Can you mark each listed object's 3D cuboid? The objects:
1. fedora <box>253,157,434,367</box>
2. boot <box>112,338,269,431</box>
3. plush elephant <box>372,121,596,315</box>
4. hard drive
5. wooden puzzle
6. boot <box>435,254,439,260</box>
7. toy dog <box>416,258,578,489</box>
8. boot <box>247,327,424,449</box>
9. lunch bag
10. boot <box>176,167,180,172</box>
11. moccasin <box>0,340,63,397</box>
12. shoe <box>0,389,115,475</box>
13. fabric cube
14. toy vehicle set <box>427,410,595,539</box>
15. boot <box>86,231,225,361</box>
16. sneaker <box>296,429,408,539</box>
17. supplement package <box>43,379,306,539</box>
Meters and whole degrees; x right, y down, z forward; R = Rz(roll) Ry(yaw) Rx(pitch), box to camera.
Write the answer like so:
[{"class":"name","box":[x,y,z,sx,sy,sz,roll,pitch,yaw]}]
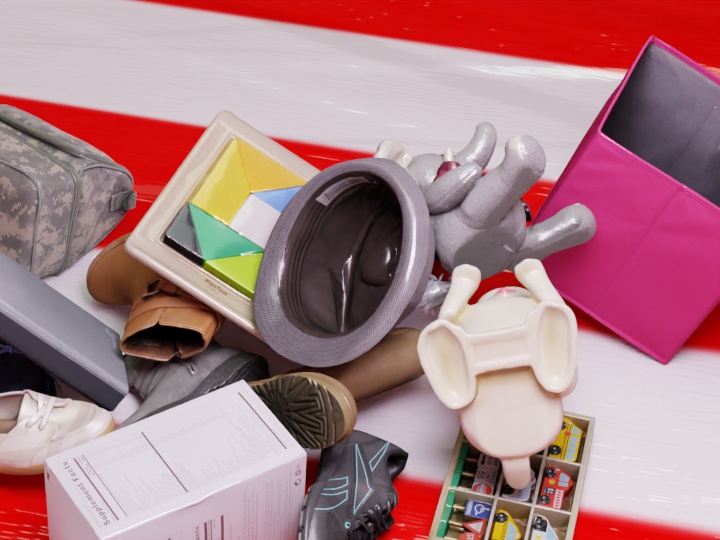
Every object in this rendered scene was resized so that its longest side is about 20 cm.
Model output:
[{"class":"fedora","box":[0.000,0.000,1.644,0.176,0.090,0.202,13,82,37]},{"class":"boot","box":[-0.193,0.121,1.704,0.130,0.068,0.199,21,41,39]},{"class":"plush elephant","box":[0.102,-0.069,1.723,0.200,0.164,0.155,-39,48,16]},{"class":"hard drive","box":[-0.305,0.042,1.671,0.200,0.033,0.140,38,10,-22]},{"class":"wooden puzzle","box":[-0.100,-0.043,1.711,0.184,0.037,0.201,32,57,0]},{"class":"boot","box":[0.052,-0.002,1.830,0.181,0.073,0.200,-8,21,37]},{"class":"toy dog","box":[0.143,0.082,1.647,0.138,0.195,0.200,-19,13,10]},{"class":"boot","box":[-0.001,0.099,1.659,0.199,0.067,0.174,-18,14,-38]},{"class":"lunch bag","box":[-0.356,-0.093,1.893,0.199,0.140,0.167,26,28,25]},{"class":"boot","box":[-0.145,-0.054,1.840,0.089,0.200,0.073,11,84,-2]},{"class":"moccasin","box":[-0.344,0.074,1.731,0.080,0.069,0.200,-15,44,-21]},{"class":"shoe","box":[-0.319,0.145,1.619,0.198,0.054,0.070,-8,37,11]},{"class":"fabric cube","box":[0.301,-0.070,1.810,0.199,0.200,0.197,32,42,2]},{"class":"toy vehicle set","box":[0.140,0.197,1.646,0.123,0.027,0.201,10,39,9]},{"class":"boot","box":[-0.203,0.035,1.749,0.198,0.077,0.156,-6,37,22]},{"class":"sneaker","box":[-0.010,0.210,1.582,0.079,0.076,0.201,11,40,6]},{"class":"supplement package","box":[-0.160,0.198,1.556,0.199,0.110,0.114,-20,44,-27]}]
